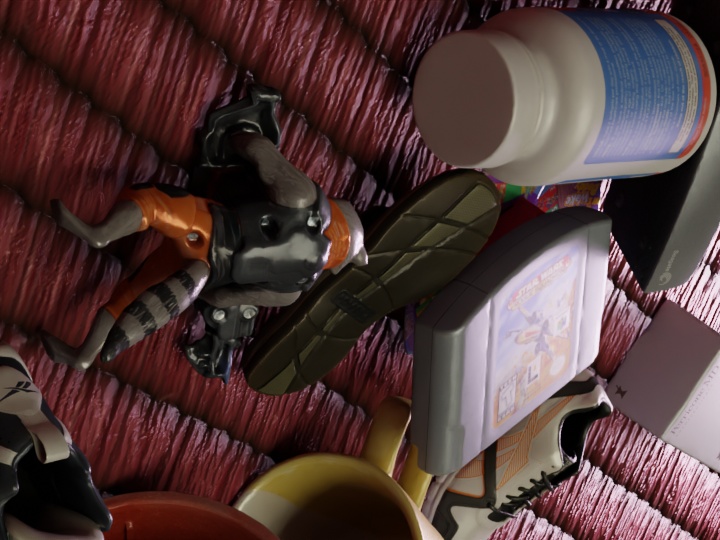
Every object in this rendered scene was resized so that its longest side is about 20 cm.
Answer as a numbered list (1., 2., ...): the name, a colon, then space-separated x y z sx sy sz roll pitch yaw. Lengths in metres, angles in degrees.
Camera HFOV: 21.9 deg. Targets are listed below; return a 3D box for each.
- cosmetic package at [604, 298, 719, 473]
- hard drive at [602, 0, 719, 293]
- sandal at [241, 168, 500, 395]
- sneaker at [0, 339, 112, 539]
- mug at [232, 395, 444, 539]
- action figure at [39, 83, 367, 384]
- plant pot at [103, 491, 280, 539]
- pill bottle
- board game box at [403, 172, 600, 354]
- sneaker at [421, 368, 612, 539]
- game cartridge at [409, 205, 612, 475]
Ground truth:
1. cosmetic package: 0.296 0.107 1.599 0.102 0.071 0.200 -56 145 4
2. hard drive: 0.229 -0.096 1.293 0.042 0.135 0.201 10 117 -14
3. sandal: 0.000 0.000 1.180 0.200 0.055 0.082 -42 140 8
4. sneaker: -0.196 0.144 0.996 0.079 0.129 0.200 -6 124 -46
5. mug: 0.011 0.201 1.282 0.186 0.150 0.153 -40 154 6
6. action figure: -0.081 0.009 1.046 0.192 0.105 0.201 -18 131 -28
7. plant pot: -0.129 0.276 1.154 0.200 0.201 0.196 -31 148 -29
8. pill bottle: 0.128 -0.111 1.178 0.199 0.112 0.113 -7 125 -47
9. board game box: 0.117 0.002 1.323 0.199 0.039 0.159 5 115 -52
10. sneaker: 0.117 0.152 1.420 0.074 0.080 0.201 13 111 -55
11. game cartridge: 0.105 0.038 1.256 0.200 0.041 0.134 -33 139 -42
